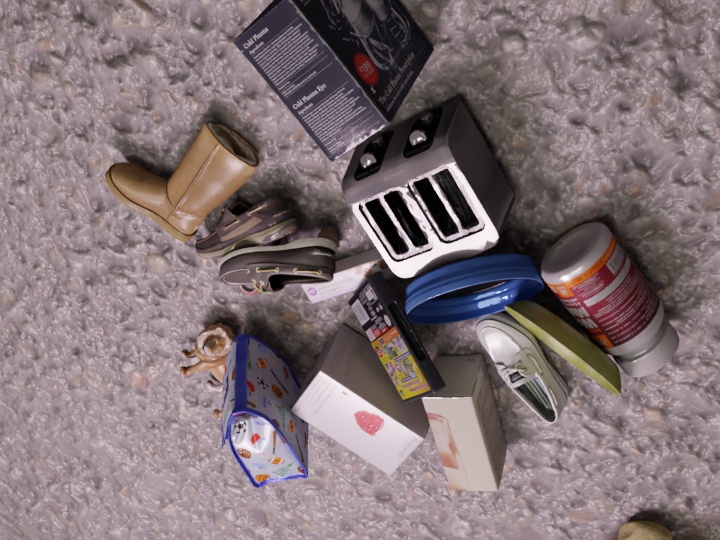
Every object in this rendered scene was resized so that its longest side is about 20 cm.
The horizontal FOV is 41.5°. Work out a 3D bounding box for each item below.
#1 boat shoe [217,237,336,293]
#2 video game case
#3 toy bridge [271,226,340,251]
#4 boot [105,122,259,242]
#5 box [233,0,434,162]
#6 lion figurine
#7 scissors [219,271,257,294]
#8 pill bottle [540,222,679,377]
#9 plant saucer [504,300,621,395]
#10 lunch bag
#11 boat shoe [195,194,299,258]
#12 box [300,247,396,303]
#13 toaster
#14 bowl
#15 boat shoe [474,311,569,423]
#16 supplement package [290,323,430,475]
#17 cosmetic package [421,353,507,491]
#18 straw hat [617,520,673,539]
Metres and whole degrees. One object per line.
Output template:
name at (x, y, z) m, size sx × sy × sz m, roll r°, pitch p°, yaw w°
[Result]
boat shoe at (-0.128, 0.000, 1.411) m, size 0.198 × 0.062 × 0.072 m, roll -11°, pitch 157°, yaw 25°
video game case at (0.049, 0.103, 1.388) m, size 0.183 × 0.025 × 0.200 m, roll 60°, pitch 166°, yaw 6°
toy bridge at (-0.116, -0.016, 1.481) m, size 0.197 × 0.027 × 0.068 m, roll -13°, pitch 119°, yaw 31°
boot at (-0.268, -0.154, 1.422) m, size 0.174 × 0.067 × 0.200 m, roll 34°, pitch 130°, yaw -16°
box at (-0.025, -0.270, 1.141) m, size 0.103 × 0.201 × 0.182 m, roll -29°, pitch 112°, yaw 37°
lion figurine at (-0.236, 0.174, 1.655) m, size 0.121 × 0.073 × 0.201 m, roll -19°, pitch 131°, yaw 18°
scissors at (-0.141, -0.020, 1.460) m, size 0.199 × 0.014 × 0.073 m, roll -31°, pitch 109°, yaw 38°
pill bottle at (0.340, 0.042, 1.285) m, size 0.109 × 0.110 × 0.201 m, roll -28°, pitch 111°, yaw 35°
plant saucer at (0.288, 0.100, 1.325) m, size 0.199 × 0.200 × 0.031 m, roll 38°, pitch 91°, yaw -8°
lunch bag at (-0.165, 0.226, 1.557) m, size 0.122 × 0.172 × 0.202 m, roll -15°, pitch 133°, yaw 8°
boat shoe at (-0.177, -0.070, 1.450) m, size 0.197 × 0.074 × 0.075 m, roll -15°, pitch 93°, yaw 34°
box at (0.000, 0.000, 1.438) m, size 0.197 × 0.042 × 0.039 m, roll -19°, pitch 117°, yaw 31°
toaster at (0.094, -0.101, 1.273) m, size 0.179 × 0.119 × 0.201 m, roll -19°, pitch 116°, yaw 33°
bowl at (0.154, 0.027, 1.318) m, size 0.197 × 0.040 × 0.201 m, roll -11°, pitch 163°, yaw -3°
boat shoe at (0.245, 0.146, 1.428) m, size 0.200 × 0.067 × 0.073 m, roll 43°, pitch 129°, yaw -12°
supplement package at (0.010, 0.210, 1.537) m, size 0.198 × 0.120 × 0.122 m, roll 33°, pitch 130°, yaw -4°
cosmetic package at (0.168, 0.243, 1.510) m, size 0.086 × 0.104 × 0.203 m, roll -4°, pitch 122°, yaw 23°
straw hat at (0.466, 0.455, 1.552) m, size 0.197 × 0.200 × 0.087 m, roll 0°, pitch 84°, yaw 22°
